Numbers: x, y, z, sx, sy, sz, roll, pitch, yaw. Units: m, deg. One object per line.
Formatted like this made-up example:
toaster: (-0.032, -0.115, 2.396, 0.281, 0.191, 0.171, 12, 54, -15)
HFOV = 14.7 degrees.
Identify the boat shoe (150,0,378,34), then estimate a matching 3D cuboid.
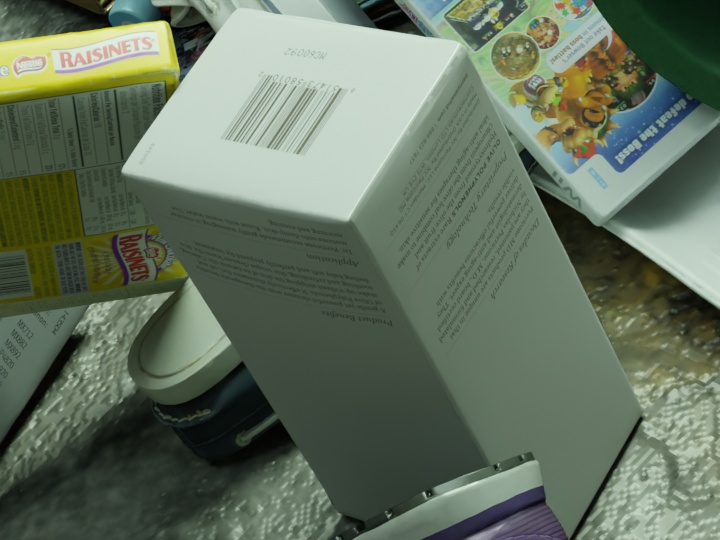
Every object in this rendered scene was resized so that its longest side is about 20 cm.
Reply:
boat shoe: (-0.064, -0.134, 1.227, 0.065, 0.074, 0.200, -43, 76, 17)

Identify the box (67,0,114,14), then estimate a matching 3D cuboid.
box: (-0.135, -0.215, 1.439, 0.164, 0.021, 0.200, -49, 39, -14)

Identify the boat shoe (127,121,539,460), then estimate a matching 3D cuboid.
boat shoe: (0.000, 0.000, 1.121, 0.200, 0.062, 0.075, -42, 38, -7)

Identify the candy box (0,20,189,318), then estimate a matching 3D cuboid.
candy box: (-0.117, -0.032, 1.044, 0.102, 0.200, 0.027, -11, 68, -7)

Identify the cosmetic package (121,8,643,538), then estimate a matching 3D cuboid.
cosmetic package: (0.012, 0.010, 0.996, 0.107, 0.200, 0.085, 13, 58, 36)

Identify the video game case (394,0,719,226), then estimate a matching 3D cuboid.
video game case: (0.080, -0.137, 1.102, 0.143, 0.018, 0.200, -40, 83, -11)

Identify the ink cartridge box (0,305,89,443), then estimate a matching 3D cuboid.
ink cartridge box: (-0.226, 0.002, 1.222, 0.199, 0.084, 0.176, 17, 65, 35)

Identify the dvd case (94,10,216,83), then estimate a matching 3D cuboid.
dvd case: (-0.134, -0.057, 1.298, 0.199, 0.018, 0.143, -24, 40, 11)

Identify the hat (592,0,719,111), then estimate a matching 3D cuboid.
hat: (0.194, -0.162, 1.082, 0.166, 0.200, 0.176, -45, 9, 42)

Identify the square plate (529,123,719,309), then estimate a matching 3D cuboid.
square plate: (0.171, -0.074, 1.117, 0.200, 0.029, 0.198, -41, 40, -11)

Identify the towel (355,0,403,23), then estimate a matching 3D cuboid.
towel: (0.011, -0.185, 1.337, 0.146, 0.022, 0.201, -24, 39, 9)

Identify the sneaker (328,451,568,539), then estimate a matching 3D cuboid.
sneaker: (-0.006, 0.141, 0.974, 0.200, 0.088, 0.076, -29, -9, 36)

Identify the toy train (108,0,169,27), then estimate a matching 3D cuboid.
toy train: (-0.045, -0.198, 1.307, 0.149, 0.056, 0.201, 9, 59, 30)
